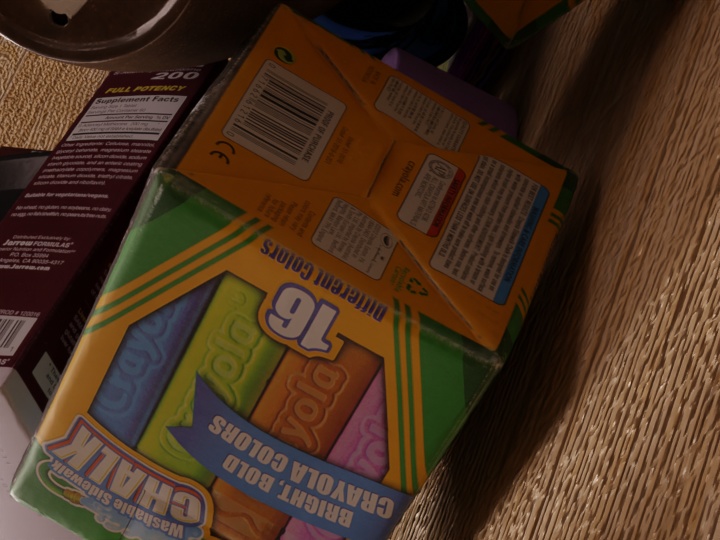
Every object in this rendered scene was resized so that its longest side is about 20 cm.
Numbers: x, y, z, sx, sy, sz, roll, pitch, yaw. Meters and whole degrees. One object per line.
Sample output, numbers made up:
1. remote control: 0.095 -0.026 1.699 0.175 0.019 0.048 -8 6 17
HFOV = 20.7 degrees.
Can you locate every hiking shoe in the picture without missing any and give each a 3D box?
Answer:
1. hiking shoe: 0.003 -0.127 0.942 0.199 0.086 0.075 16 -78 -56

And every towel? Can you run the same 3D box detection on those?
1. towel: 0.061 -0.122 1.061 0.201 0.023 0.144 -60 8 32

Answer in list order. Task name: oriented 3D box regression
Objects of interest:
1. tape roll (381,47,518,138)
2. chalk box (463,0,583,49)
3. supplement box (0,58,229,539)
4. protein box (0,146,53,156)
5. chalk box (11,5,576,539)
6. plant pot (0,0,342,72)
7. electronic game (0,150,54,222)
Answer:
1. tape roll: 0.000 0.000 0.921 0.200 0.065 0.201 -155 90 -83
2. chalk box: 0.073 -0.204 0.727 0.124 0.125 0.201 -33 24 30
3. supplement box: -0.101 0.012 0.820 0.201 0.060 0.109 -61 -39 -39
4. protein box: -0.163 0.068 1.062 0.200 0.134 0.200 -62 -25 -60
5. chalk box: -0.032 0.038 0.690 0.201 0.123 0.125 -61 1 37
6. plant pot: -0.080 -0.149 0.726 0.188 0.186 0.200 -61 2 24
7. electronic game: -0.173 -0.013 0.954 0.200 0.198 0.042 -82 -14 -67
